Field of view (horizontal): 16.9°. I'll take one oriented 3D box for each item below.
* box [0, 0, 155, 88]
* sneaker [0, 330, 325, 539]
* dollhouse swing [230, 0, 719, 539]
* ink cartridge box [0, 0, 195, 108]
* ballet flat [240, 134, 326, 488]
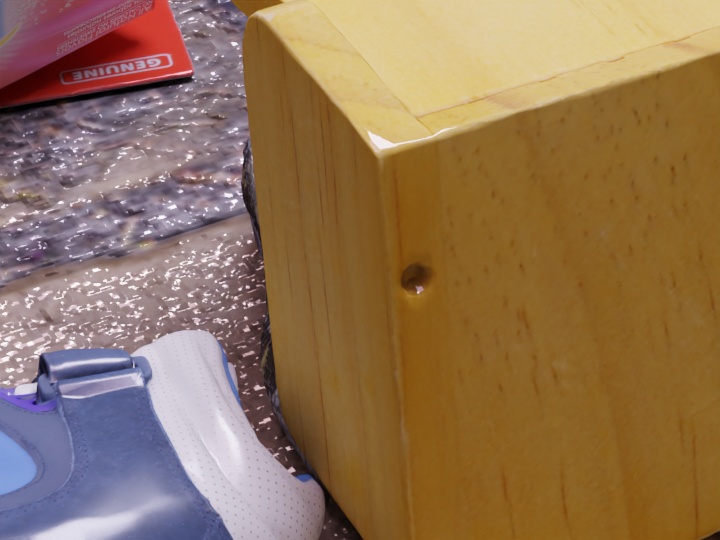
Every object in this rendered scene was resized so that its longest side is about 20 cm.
[{"bbox_3d":[-0.176,-0.110,0.845,0.200,0.095,0.103,-32,64,-26],"label":"box"},{"bbox_3d":[-0.105,0.056,0.659,0.200,0.081,0.146,23,35,38],"label":"sneaker"},{"bbox_3d":[0.047,-0.039,0.693,0.199,0.182,0.176,-19,29,-27],"label":"dollhouse swing"},{"bbox_3d":[-0.175,-0.118,0.939,0.199,0.044,0.174,-10,34,-9],"label":"ink cartridge box"},{"bbox_3d":[0.000,0.000,0.728,0.072,0.072,0.201,-9,35,-7],"label":"ballet flat"}]
